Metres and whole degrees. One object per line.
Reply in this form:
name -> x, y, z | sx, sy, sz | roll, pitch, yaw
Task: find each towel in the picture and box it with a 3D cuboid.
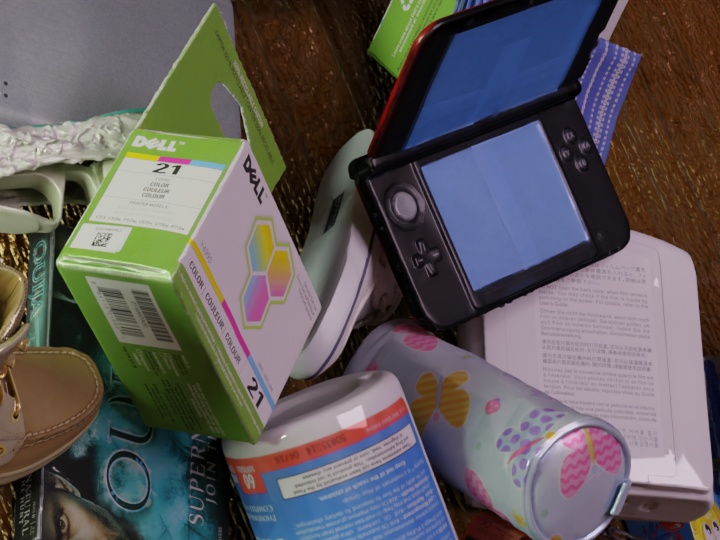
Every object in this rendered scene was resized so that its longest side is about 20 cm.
towel -> 0.112, -0.100, 1.822 | 0.200, 0.024, 0.145 | 16, 90, -50

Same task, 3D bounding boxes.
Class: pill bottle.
pill bottle -> 0.003, 0.168, 1.601 | 0.112, 0.112, 0.200 | -28, 100, -48

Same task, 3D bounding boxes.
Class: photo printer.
photo printer -> 0.144, 0.061, 1.799 | 0.166, 0.069, 0.200 | 5, 63, -13

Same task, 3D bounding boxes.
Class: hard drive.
hard drive -> -0.160, -0.126, 1.666 | 0.200, 0.033, 0.140 | 16, 58, -38

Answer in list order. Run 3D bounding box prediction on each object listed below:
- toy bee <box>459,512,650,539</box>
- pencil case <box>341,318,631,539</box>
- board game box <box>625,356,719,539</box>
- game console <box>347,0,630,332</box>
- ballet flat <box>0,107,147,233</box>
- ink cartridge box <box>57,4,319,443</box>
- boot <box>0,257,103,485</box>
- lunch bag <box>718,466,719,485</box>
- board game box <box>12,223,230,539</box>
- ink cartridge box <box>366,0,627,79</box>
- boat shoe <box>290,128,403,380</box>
toy bee -> 0.119, 0.213, 1.700 | 0.200, 0.131, 0.109 | 19, 95, -34
pencil case -> 0.073, 0.098, 1.656 | 0.091, 0.200, 0.083 | 37, 83, -39
board game box -> 0.265, 0.159, 1.911 | 0.200, 0.056, 0.196 | 0, 69, -44
game console -> 0.104, -0.078, 1.705 | 0.200, 0.119, 0.172 | -23, 89, -40
ballet flat -> -0.171, -0.050, 1.575 | 0.200, 0.072, 0.072 | -4, 72, -29
ink cartridge box -> -0.074, -0.029, 1.546 | 0.200, 0.076, 0.148 | -63, 147, -32
boot -> -0.196, 0.048, 1.433 | 0.200, 0.155, 0.073 | -8, 61, -38
lunch bag -> 0.347, 0.095, 1.894 | 0.200, 0.127, 0.170 | 33, 51, -37
board game box -> -0.134, 0.082, 1.584 | 0.135, 0.028, 0.200 | 21, 55, -36
ink cartridge box -> 0.115, -0.208, 1.848 | 0.148, 0.200, 0.076 | 0, 34, -45
boat shoe -> 0.000, 0.000, 1.732 | 0.070, 0.071, 0.200 | 37, 41, -21
